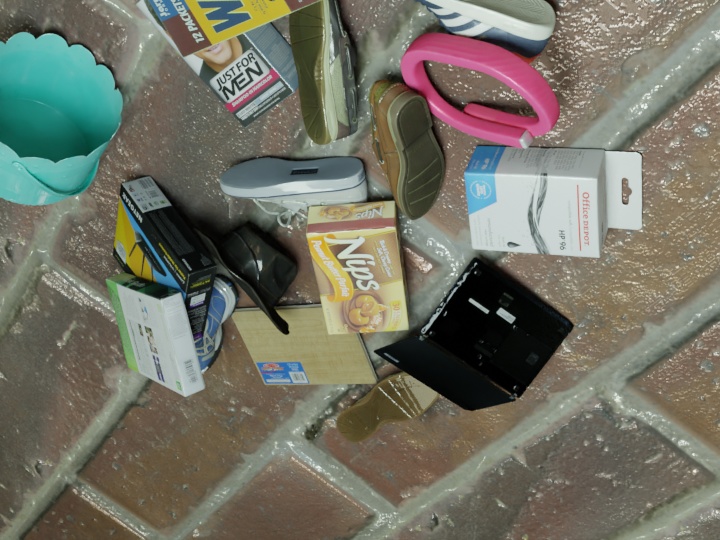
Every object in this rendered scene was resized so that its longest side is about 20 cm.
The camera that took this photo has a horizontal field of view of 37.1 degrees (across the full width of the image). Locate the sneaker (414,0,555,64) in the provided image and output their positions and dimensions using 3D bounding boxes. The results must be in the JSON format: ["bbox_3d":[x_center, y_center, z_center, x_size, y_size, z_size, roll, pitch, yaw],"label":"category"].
[{"bbox_3d":[0.111,-0.281,1.188,0.200,0.075,0.085,27,142,8],"label":"sneaker"}]

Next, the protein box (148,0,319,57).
[{"bbox_3d":[-0.107,-0.355,1.138,0.200,0.199,0.135,-14,119,32],"label":"protein box"}]

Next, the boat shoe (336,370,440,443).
[{"bbox_3d":[0.046,0.193,1.610,0.200,0.063,0.073,-31,95,35],"label":"boat shoe"}]

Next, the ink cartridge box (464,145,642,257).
[{"bbox_3d":[0.234,-0.083,1.293,0.200,0.068,0.116,4,128,21],"label":"ink cartridge box"}]

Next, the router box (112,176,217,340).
[{"bbox_3d":[-0.281,-0.014,1.521,0.200,0.051,0.149,49,141,30],"label":"router box"}]

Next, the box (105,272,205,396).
[{"bbox_3d":[-0.292,0.086,1.514,0.200,0.036,0.144,13,119,53],"label":"box"}]

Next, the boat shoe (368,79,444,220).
[{"bbox_3d":[0.054,-0.152,1.326,0.068,0.072,0.200,39,151,35],"label":"boat shoe"}]

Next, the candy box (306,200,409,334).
[{"bbox_3d":[0.000,0.000,1.434,0.115,0.055,0.200,-4,135,5],"label":"candy box"}]

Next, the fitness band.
[{"bbox_3d":[0.131,-0.203,1.207,0.200,0.037,0.144,21,160,41],"label":"fitness band"}]

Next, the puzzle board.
[{"bbox_3d":[-0.085,0.112,1.626,0.200,0.017,0.151,-4,126,27],"label":"puzzle board"}]

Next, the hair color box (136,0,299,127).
[{"bbox_3d":[-0.167,-0.285,1.315,0.099,0.061,0.200,-29,111,38],"label":"hair color box"}]

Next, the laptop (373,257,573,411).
[{"bbox_3d":[0.153,0.094,1.469,0.177,0.103,0.200,33,99,-18],"label":"laptop"}]

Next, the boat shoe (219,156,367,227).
[{"bbox_3d":[-0.085,-0.101,1.425,0.202,0.075,0.086,-3,129,14],"label":"boat shoe"}]

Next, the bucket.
[{"bbox_3d":[-0.425,-0.193,1.413,0.207,0.207,0.135,36,142,-6],"label":"bucket"}]

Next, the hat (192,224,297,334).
[{"bbox_3d":[-0.142,-0.009,1.501,0.081,0.201,0.201,-42,108,-5],"label":"hat"}]

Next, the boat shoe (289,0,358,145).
[{"bbox_3d":[-0.038,-0.253,1.281,0.072,0.066,0.201,18,118,50],"label":"boat shoe"}]

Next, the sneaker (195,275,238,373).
[{"bbox_3d":[-0.252,0.092,1.632,0.076,0.077,0.200,37,131,18],"label":"sneaker"}]
